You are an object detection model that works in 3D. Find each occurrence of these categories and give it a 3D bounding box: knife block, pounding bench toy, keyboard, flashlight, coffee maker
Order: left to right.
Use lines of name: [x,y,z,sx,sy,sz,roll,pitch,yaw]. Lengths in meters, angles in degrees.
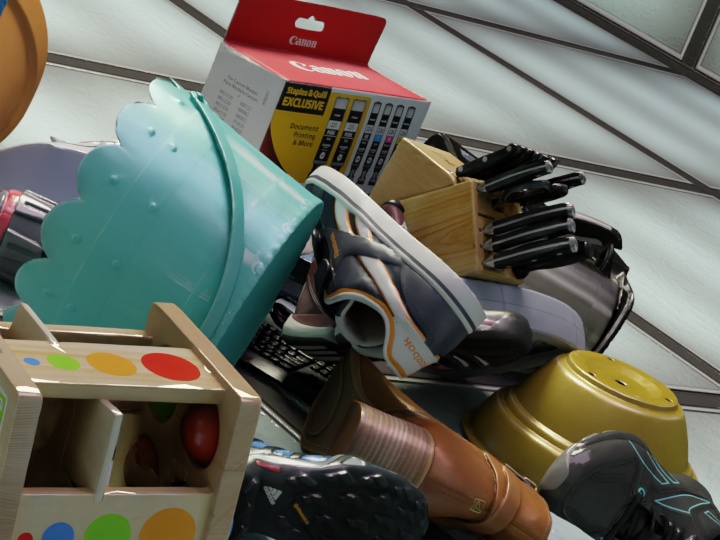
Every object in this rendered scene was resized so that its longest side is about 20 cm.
flashlight: [-0.314,-0.052,1.698,0.199,0.068,0.068,23,16,-6]
pounding bench toy: [-0.160,0.080,1.313,0.155,0.125,0.200,3,23,-31]
keyboard: [-0.060,0.047,1.778,0.199,0.040,0.104,30,17,21]
knife block: [0.077,-0.009,1.757,0.064,0.201,0.175,15,21,-50]
coffee maker: [0.108,-0.012,2.019,0.199,0.135,0.192,33,-6,-19]

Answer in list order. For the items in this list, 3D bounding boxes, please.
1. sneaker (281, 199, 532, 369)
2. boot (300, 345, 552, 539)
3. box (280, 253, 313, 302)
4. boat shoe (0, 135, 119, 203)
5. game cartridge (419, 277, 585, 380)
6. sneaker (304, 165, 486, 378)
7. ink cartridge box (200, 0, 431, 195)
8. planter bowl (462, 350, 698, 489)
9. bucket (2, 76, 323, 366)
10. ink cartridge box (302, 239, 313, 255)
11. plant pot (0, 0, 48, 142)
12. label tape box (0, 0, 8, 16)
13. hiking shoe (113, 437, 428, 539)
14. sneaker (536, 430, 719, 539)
sneaker: [0.036,0.004,1.693,0.199,0.117,0.076,1,-20,32]
boot: [0.044,0.128,1.620,0.154,0.074,0.200,28,10,-14]
box: [-0.076,-0.025,2.002,0.199,0.038,0.137,26,15,10]
boat shoe: [-0.205,-0.071,1.860,0.200,0.075,0.086,-8,4,-11]
game cartridge: [0.085,0.045,1.815,0.132,0.041,0.199,-17,-19,29]
sneaker: [0.000,0.000,1.624,0.200,0.079,0.079,42,-7,50]
ink cartridge box: [-0.042,-0.126,1.984,0.084,0.177,0.199,32,18,33]
planter bowl: [0.183,0.116,1.807,0.199,0.084,0.201,21,15,-6]
bucket: [-0.125,-0.006,1.565,0.134,0.208,0.207,32,16,4]
ink cartridge box: [-0.139,-0.018,1.811,0.198,0.044,0.198,-5,5,21]
plant pot: [-0.337,-0.145,1.773,0.199,0.201,0.140,19,29,-12]
label tape box: [-0.325,-0.099,1.581,0.142,0.201,0.066,15,18,-25]
hiking shoe: [-0.049,0.128,1.446,0.199,0.075,0.087,14,18,-31]
sneaker: [0.200,0.167,1.646,0.199,0.076,0.079,22,22,-46]
